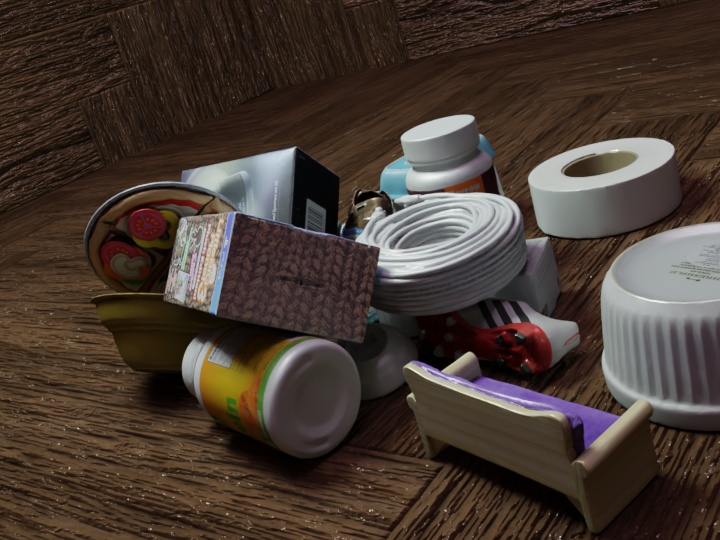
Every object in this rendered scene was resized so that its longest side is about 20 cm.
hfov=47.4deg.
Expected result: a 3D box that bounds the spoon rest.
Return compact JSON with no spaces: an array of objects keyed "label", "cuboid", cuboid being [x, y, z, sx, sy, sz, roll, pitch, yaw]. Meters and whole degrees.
[{"label":"spoon rest","cuboid":[-0.005,0.072,0.925,0.098,0.061,0.201,-27,43,-7]}]

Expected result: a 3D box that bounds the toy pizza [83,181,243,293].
[{"label":"toy pizza","cuboid":[-0.223,-0.021,0.967,0.197,0.201,0.032,-16,48,3]}]

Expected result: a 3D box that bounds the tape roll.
[{"label":"tape roll","cuboid":[0.336,-0.117,1.132,0.200,0.072,0.203,-16,20,6]}]

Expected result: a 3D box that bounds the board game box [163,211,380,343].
[{"label":"board game box","cuboid":[-0.100,0.006,0.862,0.158,0.098,0.199,13,-4,-27]}]

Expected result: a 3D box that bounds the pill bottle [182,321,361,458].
[{"label":"pill bottle","cuboid":[-0.101,0.113,0.837,0.110,0.112,0.199,-31,23,-34]}]

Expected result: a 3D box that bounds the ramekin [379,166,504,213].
[{"label":"ramekin","cuboid":[0.122,-0.097,1.221,0.198,0.099,0.201,-15,20,6]}]

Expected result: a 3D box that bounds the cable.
[{"label":"cable","cuboid":[0.082,-0.020,0.893,0.198,0.070,0.200,-4,27,31]}]

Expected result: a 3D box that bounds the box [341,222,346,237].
[{"label":"box","cuboid":[-0.059,-0.028,1.279,0.197,0.040,0.137,-12,22,16]}]

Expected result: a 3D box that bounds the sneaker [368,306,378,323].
[{"label":"sneaker","cuboid":[0.000,0.000,1.086,0.077,0.087,0.200,-13,20,9]}]

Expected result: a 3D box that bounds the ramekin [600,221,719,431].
[{"label":"ramekin","cuboid":[0.302,0.037,0.707,0.197,0.106,0.201,-16,19,6]}]

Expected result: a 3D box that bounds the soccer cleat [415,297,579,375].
[{"label":"soccer cleat","cuboid":[0.136,0.059,0.857,0.084,0.070,0.199,-17,17,-34]}]

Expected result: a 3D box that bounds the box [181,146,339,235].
[{"label":"box","cuboid":[-0.144,-0.039,1.113,0.196,0.203,0.123,-8,-19,29]}]

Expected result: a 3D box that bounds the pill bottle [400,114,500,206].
[{"label":"pill bottle","cuboid":[0.122,-0.085,1.037,0.113,0.202,0.114,-15,20,6]}]

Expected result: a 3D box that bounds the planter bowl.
[{"label":"planter bowl","cuboid":[-0.234,0.085,1.015,0.197,0.085,0.201,1,-11,0]}]

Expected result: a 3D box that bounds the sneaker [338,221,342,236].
[{"label":"sneaker","cuboid":[-0.079,-0.069,1.267,0.090,0.079,0.200,-2,18,-13]}]

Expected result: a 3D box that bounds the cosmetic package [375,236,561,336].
[{"label":"cosmetic package","cuboid":[0.122,0.021,0.951,0.198,0.075,0.102,-8,22,29]}]

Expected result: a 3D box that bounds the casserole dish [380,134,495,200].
[{"label":"casserole dish","cuboid":[0.109,-0.156,1.190,0.120,0.039,0.199,5,29,47]}]

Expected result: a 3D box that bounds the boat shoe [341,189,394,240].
[{"label":"boat shoe","cuboid":[0.018,-0.075,1.137,0.071,0.074,0.200,1,7,-11]}]

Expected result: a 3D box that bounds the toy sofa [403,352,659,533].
[{"label":"toy sofa","cuboid":[0.129,0.116,0.657,0.082,0.099,0.199,-29,22,-29]}]
